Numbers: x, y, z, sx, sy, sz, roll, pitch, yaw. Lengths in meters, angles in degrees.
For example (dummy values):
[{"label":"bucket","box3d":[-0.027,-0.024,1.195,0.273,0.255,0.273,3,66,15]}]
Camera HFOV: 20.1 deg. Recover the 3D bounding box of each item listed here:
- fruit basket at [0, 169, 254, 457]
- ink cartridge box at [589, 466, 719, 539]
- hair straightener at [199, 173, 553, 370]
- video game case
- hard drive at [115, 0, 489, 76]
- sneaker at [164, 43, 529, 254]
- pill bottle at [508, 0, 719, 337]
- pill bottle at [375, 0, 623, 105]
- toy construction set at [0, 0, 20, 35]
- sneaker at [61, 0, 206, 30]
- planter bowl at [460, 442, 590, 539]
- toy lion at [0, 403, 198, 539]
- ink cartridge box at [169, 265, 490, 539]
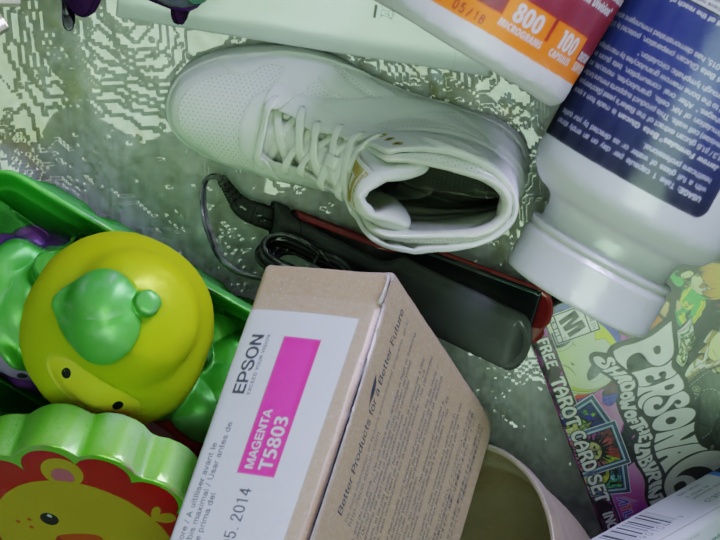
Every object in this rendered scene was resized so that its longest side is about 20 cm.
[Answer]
[{"label":"fruit basket","box3d":[-0.129,0.043,1.037,0.215,0.216,0.156,30,105,-5]},{"label":"ink cartridge box","box3d":[0.185,0.206,1.046,0.043,0.198,0.201,10,114,47]},{"label":"hair straightener","box3d":[0.000,0.000,1.066,0.199,0.077,0.041,26,120,9]},{"label":"video game case","box3d":[0.204,0.079,1.112,0.180,0.036,0.201,-20,103,7]},{"label":"hard drive","box3d":[-0.021,-0.183,1.061,0.199,0.027,0.133,9,105,0]},{"label":"sneaker","box3d":[-0.010,-0.064,1.046,0.199,0.116,0.074,11,107,2]},{"label":"pill bottle","box3d":[0.157,-0.073,1.027,0.111,0.111,0.201,28,98,-4]},{"label":"pill bottle","box3d":[0.099,-0.192,0.982,0.114,0.114,0.201,30,97,-5]},{"label":"toy construction set","box3d":[-0.219,-0.153,1.007,0.092,0.200,0.132,36,74,-19]},{"label":"sneaker","box3d":[-0.067,-0.173,1.025,0.199,0.075,0.088,-4,118,14]},{"label":"planter bowl","box3d":[0.063,0.211,1.089,0.200,0.201,0.135,-43,126,13]},{"label":"toy lion","box3d":[-0.136,0.148,1.032,0.191,0.069,0.200,-16,129,28]},{"label":"ink cartridge box","box3d":[-0.015,0.122,0.987,0.075,0.165,0.201,5,62,27]}]
